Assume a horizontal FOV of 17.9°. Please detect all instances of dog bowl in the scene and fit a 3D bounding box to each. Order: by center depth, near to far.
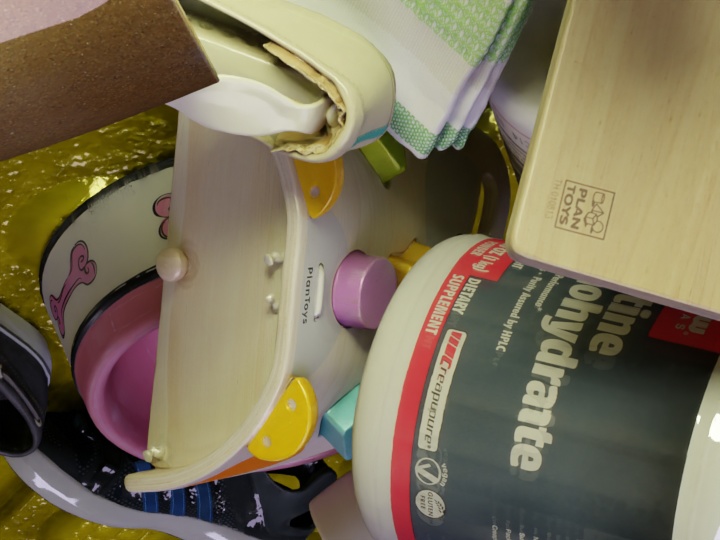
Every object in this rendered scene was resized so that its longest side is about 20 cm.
[{"bbox_3d":[-0.054,0.027,1.113,0.199,0.074,0.201,-7,146,-5],"label":"dog bowl"}]

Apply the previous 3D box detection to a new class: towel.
[{"bbox_3d":[0.005,-0.142,0.849,0.149,0.031,0.200,32,140,5],"label":"towel"}]

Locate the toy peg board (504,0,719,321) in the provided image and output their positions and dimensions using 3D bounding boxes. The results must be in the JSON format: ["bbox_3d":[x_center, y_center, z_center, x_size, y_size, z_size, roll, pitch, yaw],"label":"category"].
[{"bbox_3d":[0.168,-0.070,0.856,0.198,0.201,0.098,15,173,-2],"label":"toy peg board"}]

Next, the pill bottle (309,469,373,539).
[{"bbox_3d":[0.079,0.094,1.156,0.200,0.114,0.114,-38,142,4],"label":"pill bottle"}]

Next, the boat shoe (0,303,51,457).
[{"bbox_3d":[-0.215,0.030,1.090,0.068,0.057,0.200,-26,143,23],"label":"boat shoe"}]

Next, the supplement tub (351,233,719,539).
[{"bbox_3d":[0.109,0.071,0.925,0.199,0.141,0.141,13,153,23],"label":"supplement tub"}]

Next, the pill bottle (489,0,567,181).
[{"bbox_3d":[0.124,-0.049,0.997,0.113,0.115,0.200,-15,146,7],"label":"pill bottle"}]

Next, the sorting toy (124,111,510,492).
[{"bbox_3d":[0.000,0.000,1.001,0.106,0.202,0.179,12,-171,40],"label":"sorting toy"}]

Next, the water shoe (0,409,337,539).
[{"bbox_3d":[-0.102,0.096,1.226,0.199,0.072,0.079,23,107,-37],"label":"water shoe"}]

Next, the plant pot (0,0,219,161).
[{"bbox_3d":[-0.177,-0.099,0.754,0.199,0.187,0.187,-28,145,-1],"label":"plant pot"}]

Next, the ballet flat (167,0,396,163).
[{"bbox_3d":[-0.082,-0.093,0.867,0.199,0.070,0.070,22,143,3],"label":"ballet flat"}]
